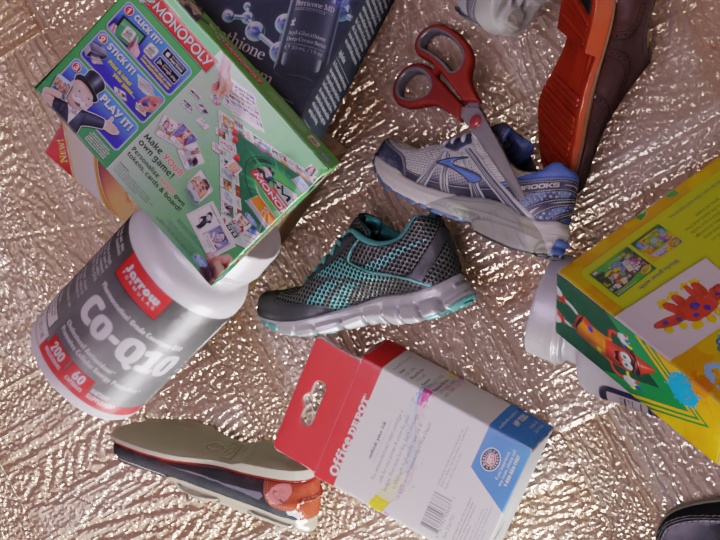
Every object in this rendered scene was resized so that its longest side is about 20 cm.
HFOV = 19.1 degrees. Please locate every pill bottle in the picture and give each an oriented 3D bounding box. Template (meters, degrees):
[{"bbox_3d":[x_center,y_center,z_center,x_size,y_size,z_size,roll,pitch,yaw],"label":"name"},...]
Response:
[{"bbox_3d":[0.232,0.055,1.634,0.199,0.111,0.112,19,108,17],"label":"pill bottle"},{"bbox_3d":[-0.162,0.017,1.703,0.114,0.114,0.200,48,117,6],"label":"pill bottle"}]

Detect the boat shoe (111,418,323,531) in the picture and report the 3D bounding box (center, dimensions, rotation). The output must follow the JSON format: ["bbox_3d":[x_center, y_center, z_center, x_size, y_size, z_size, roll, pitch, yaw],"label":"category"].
[{"bbox_3d":[-0.124,0.173,1.828,0.199,0.071,0.063,10,115,21],"label":"boat shoe"}]

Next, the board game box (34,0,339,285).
[{"bbox_3d":[-0.129,-0.107,1.588,0.135,0.029,0.200,-42,88,20],"label":"board game box"}]

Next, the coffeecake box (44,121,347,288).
[{"bbox_3d":[-0.137,-0.099,1.769,0.200,0.073,0.154,40,114,10],"label":"coffeecake box"}]

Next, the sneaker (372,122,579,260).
[{"bbox_3d":[0.095,-0.076,1.669,0.199,0.077,0.086,26,98,39],"label":"sneaker"}]

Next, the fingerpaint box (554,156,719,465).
[{"bbox_3d":[0.267,0.019,1.541,0.167,0.200,0.074,39,151,31],"label":"fingerpaint box"}]

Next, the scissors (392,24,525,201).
[{"bbox_3d":[0.088,-0.126,1.640,0.073,0.014,0.200,-52,43,6],"label":"scissors"}]

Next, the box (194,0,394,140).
[{"bbox_3d":[-0.072,-0.196,1.658,0.148,0.107,0.201,26,85,9],"label":"box"}]

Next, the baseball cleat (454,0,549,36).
[{"bbox_3d":[0.133,-0.276,1.623,0.201,0.070,0.106,-55,40,1],"label":"baseball cleat"}]

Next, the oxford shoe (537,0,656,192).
[{"bbox_3d":[0.185,-0.140,1.633,0.071,0.072,0.201,-120,32,-48],"label":"oxford shoe"}]

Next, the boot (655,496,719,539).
[{"bbox_3d":[0.309,0.233,1.618,0.202,0.154,0.074,9,105,20],"label":"boot"}]

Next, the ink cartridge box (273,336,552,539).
[{"bbox_3d":[0.041,0.138,1.752,0.199,0.067,0.117,28,111,14],"label":"ink cartridge box"}]

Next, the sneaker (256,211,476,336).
[{"bbox_3d":[0.000,0.000,1.731,0.199,0.077,0.092,-10,94,30],"label":"sneaker"}]
